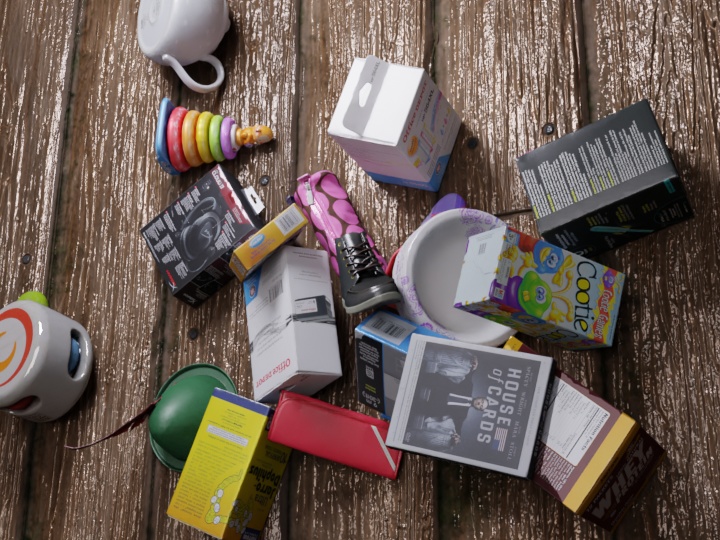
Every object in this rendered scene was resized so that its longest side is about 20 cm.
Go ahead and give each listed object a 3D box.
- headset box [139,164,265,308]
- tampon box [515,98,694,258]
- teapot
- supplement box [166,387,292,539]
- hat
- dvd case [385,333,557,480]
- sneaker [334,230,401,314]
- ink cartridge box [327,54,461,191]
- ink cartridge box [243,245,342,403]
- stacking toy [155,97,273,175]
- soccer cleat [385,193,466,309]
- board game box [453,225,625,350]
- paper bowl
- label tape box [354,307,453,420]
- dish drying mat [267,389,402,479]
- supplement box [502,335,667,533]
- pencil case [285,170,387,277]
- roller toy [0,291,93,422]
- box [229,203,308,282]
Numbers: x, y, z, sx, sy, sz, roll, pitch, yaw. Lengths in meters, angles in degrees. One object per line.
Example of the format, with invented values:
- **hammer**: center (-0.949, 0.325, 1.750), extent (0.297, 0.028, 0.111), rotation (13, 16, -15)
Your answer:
- **headset box**: center (-0.247, -0.063, 1.928), extent (0.199, 0.077, 0.150), rotation (-38, 60, 7)
- **tampon box**: center (0.340, -0.118, 1.625), extent (0.197, 0.150, 0.128), rotation (-23, 64, 16)
- **teapot**: center (-0.297, -0.444, 2.057), extent (0.198, 0.144, 0.203), rotation (47, 121, 51)
- **supplement box**: center (-0.188, 0.297, 1.751), extent (0.108, 0.109, 0.203), rotation (15, 79, 29)
- **hat**: center (-0.304, 0.220, 1.793), extent (0.164, 0.176, 0.203), rotation (17, 79, 29)
- **dvd case**: center (0.137, 0.168, 1.465), extent (0.197, 0.025, 0.153), rotation (8, 76, 30)
- **sneaker**: center (0.000, 0.000, 1.644), extent (0.074, 0.200, 0.108), rotation (-13, 94, -13)
- **ink cartridge box**: center (0.051, -0.224, 1.772), extent (0.124, 0.200, 0.131), rotation (14, 78, 28)
- **ink cartridge box**: center (-0.105, 0.086, 1.768), extent (0.144, 0.083, 0.203), rotation (-38, 53, 50)
- **stacking toy**: center (-0.243, -0.226, 1.984), extent (0.196, 0.116, 0.112), rotation (0, 71, 10)
- **soccer cleat**: center (0.093, -0.033, 1.755), extent (0.066, 0.076, 0.201), rotation (33, 88, 31)
- **board game box**: center (0.243, 0.028, 1.581), extent (0.105, 0.197, 0.105), rotation (-18, 55, 65)
- **paper bowl**: center (0.142, 0.021, 1.667), extent (0.197, 0.104, 0.205), rotation (3, 78, -15)
- **label tape box**: center (0.068, 0.169, 1.629), extent (0.142, 0.203, 0.066), rotation (22, 41, 30)
- **dish drying mat**: center (-0.032, 0.239, 1.701), extent (0.197, 0.018, 0.078), rotation (17, 85, 2)
- **supplement box**: center (0.264, 0.216, 1.514), extent (0.199, 0.197, 0.134), rotation (35, 89, 32)
- **pencil case**: center (-0.035, -0.060, 1.815), extent (0.090, 0.094, 0.201), rotation (-32, 62, 0)
- **roller toy**: center (-0.547, 0.157, 1.955), extent (0.182, 0.139, 0.201), rotation (35, 91, 41)
- **box**: center (-0.146, -0.039, 1.804), extent (0.119, 0.200, 0.042), rotation (-39, 92, -11)
